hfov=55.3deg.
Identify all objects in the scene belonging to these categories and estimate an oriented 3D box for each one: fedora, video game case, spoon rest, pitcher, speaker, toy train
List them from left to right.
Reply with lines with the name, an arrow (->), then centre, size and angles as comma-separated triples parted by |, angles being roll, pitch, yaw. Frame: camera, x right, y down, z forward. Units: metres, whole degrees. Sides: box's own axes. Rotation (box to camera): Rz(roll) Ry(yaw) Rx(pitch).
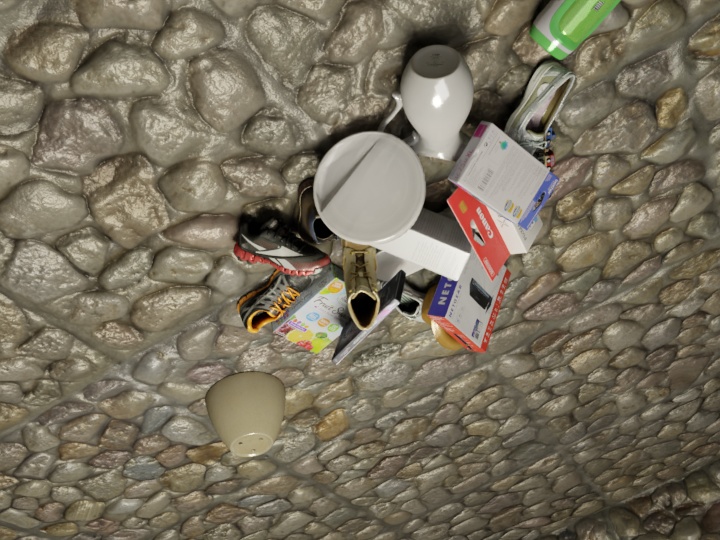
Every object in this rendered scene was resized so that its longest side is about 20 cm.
video game case -> 0.019, 0.096, 1.428 | 0.019, 0.143, 0.200 | 41, 113, -10
spoon rest -> 0.110, -0.031, 1.452 | 0.199, 0.061, 0.100 | -23, 136, 5
pitcher -> 0.107, -0.278, 1.175 | 0.171, 0.122, 0.200 | -3, 148, 7
fedora -> 0.198, 0.082, 1.545 | 0.082, 0.201, 0.200 | 4, 154, 42
toy train -> 0.365, -0.216, 1.365 | 0.046, 0.034, 0.200 | -20, 137, -2
speaker -> 0.366, -0.442, 1.102 | 0.088, 0.089, 0.200 | 20, 125, -32

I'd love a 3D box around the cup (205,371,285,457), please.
cup -> -0.272, 0.365, 1.670 | 0.199, 0.144, 0.201 | -9, 136, -8

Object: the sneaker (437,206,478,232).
sneaker -> 0.212, -0.122, 1.395 | 0.199, 0.078, 0.100 | -9, 118, -8

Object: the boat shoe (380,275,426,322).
boat shoe -> 0.111, 0.081, 1.560 | 0.073, 0.067, 0.200 | -37, 133, 20

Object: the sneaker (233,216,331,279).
sneaker -> -0.148, -0.048, 1.305 | 0.200, 0.071, 0.098 | 16, 124, 13

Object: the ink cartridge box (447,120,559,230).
ink cartridge box -> 0.261, -0.167, 1.240 | 0.200, 0.042, 0.120 | 28, 95, -30

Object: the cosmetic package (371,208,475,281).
cosmetic package -> 0.113, -0.067, 1.323 | 0.199, 0.102, 0.071 | 23, 124, 3

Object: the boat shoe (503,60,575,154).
boat shoe -> 0.321, -0.274, 1.247 | 0.074, 0.065, 0.203 | 4, 122, -35

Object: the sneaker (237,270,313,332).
sneaker -> -0.172, 0.060, 1.443 | 0.200, 0.077, 0.078 | -38, 131, 18

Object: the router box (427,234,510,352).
router box -> 0.240, 0.050, 1.488 | 0.049, 0.201, 0.179 | 5, 155, 43

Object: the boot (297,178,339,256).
boot -> -0.081, -0.070, 1.325 | 0.074, 0.097, 0.200 | -13, 136, -4

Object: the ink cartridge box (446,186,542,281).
ink cartridge box -> 0.263, -0.110, 1.310 | 0.045, 0.176, 0.200 | -5, 127, 45

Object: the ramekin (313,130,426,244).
ramekin -> 0.022, -0.139, 1.226 | 0.202, 0.203, 0.094 | -24, 167, 7

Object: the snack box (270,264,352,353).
snack box -> -0.081, 0.088, 1.515 | 0.200, 0.053, 0.142 | -40, 133, 20

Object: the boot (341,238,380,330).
boot -> 0.000, 0.000, 1.351 | 0.072, 0.156, 0.201 | -1, 112, -3
